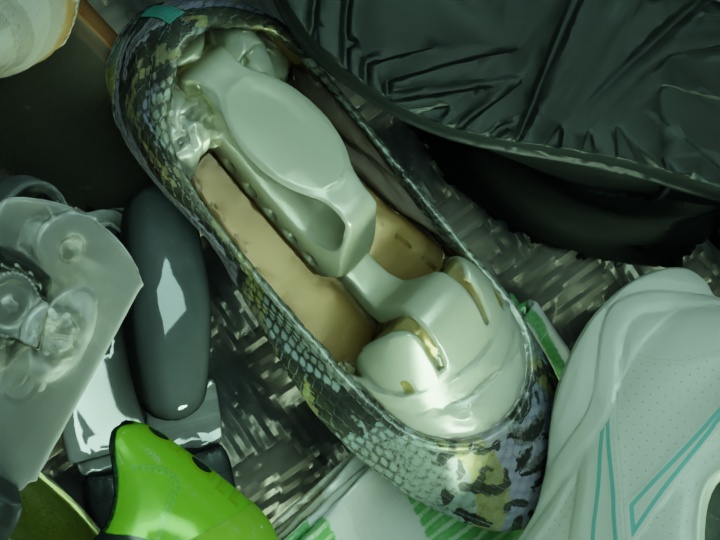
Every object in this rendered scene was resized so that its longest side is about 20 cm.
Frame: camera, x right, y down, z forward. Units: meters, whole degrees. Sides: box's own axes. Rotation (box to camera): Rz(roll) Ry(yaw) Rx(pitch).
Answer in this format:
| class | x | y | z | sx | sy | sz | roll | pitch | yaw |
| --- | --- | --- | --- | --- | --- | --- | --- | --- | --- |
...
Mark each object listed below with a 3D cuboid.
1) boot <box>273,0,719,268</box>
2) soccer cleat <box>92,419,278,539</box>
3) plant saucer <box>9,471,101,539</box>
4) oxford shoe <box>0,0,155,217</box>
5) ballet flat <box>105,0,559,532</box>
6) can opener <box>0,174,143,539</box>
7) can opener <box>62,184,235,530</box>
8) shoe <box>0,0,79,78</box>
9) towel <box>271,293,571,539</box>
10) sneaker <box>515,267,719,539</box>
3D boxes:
| class | x | y | z | sx | sy | sz | roll | pitch | yaw |
| --- | --- | --- | --- | --- | --- | --- | --- | --- | --- |
| boot | 0.051 | -0.056 | 0.788 | 0.197 | 0.162 | 0.074 | 19 | 82 | -10 |
| soccer cleat | -0.108 | 0.126 | 0.716 | 0.200 | 0.068 | 0.081 | -44 | 91 | 5 |
| plant saucer | -0.159 | 0.143 | 0.778 | 0.198 | 0.031 | 0.202 | 1 | 84 | -9 |
| oxford shoe | -0.119 | -0.097 | 0.802 | 0.200 | 0.071 | 0.071 | 45 | 42 | -15 |
| ballet flat | 0.000 | 0.000 | 0.755 | 0.072 | 0.072 | 0.201 | -42 | 97 | -14 |
| can opener | -0.134 | 0.066 | 0.756 | 0.053 | 0.067 | 0.201 | 30 | 88 | -30 |
| can opener | -0.062 | 0.075 | 0.802 | 0.052 | 0.066 | 0.202 | -12 | 93 | -13 |
| shoe | -0.181 | -0.102 | 0.735 | 0.199 | 0.053 | 0.070 | 19 | 124 | 5 |
| towel | 0.023 | 0.126 | 0.810 | 0.200 | 0.023 | 0.153 | -43 | 113 | -22 |
| sneaker | 0.080 | 0.104 | 0.763 | 0.070 | 0.080 | 0.202 | 3 | 112 | -43 |
